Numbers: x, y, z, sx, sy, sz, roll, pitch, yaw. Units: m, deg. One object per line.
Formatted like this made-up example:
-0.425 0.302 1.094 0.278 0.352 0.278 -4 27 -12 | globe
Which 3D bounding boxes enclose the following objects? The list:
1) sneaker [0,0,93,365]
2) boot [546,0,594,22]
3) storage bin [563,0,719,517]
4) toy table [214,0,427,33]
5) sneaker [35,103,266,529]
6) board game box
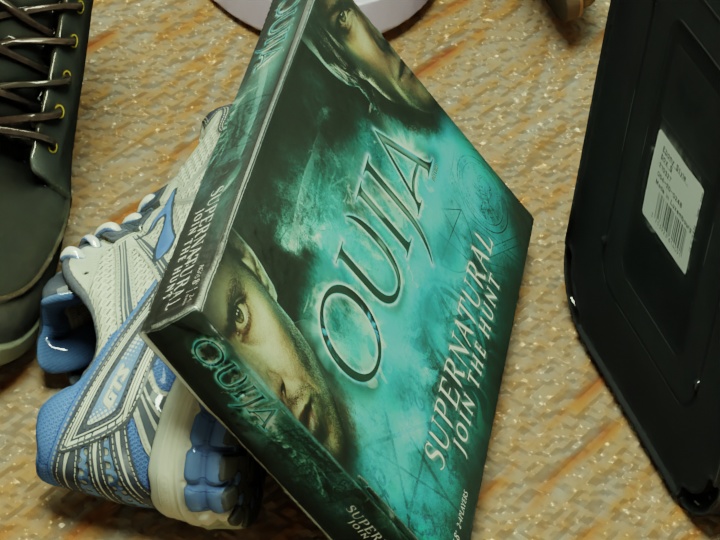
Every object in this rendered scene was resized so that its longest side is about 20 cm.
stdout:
-0.136 -0.061 0.784 0.074 0.107 0.200 11 37 -13 | sneaker
0.100 -0.187 0.996 0.075 0.074 0.200 -12 38 5 | boot
0.145 -0.032 0.722 0.093 0.201 0.135 -8 41 -18 | storage bin
-0.020 -0.207 0.974 0.183 0.118 0.200 -10 40 -14 | toy table
-0.071 0.004 0.752 0.085 0.077 0.200 1 37 4 | sneaker
0.000 0.000 0.732 0.028 0.135 0.200 -27 28 29 | board game box
